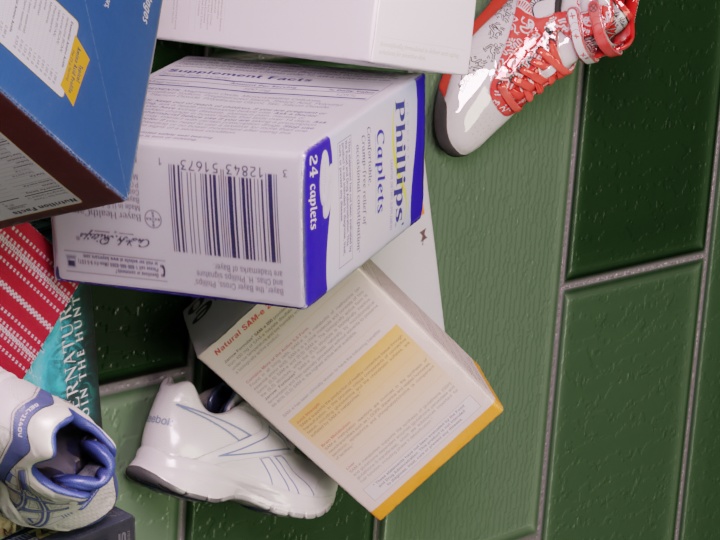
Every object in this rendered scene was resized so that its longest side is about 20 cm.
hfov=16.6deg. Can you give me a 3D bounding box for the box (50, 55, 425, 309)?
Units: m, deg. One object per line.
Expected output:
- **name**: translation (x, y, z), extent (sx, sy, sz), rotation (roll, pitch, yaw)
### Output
- **box**: translation (-0.076, -0.061, 1.588), extent (0.200, 0.183, 0.106), rotation (-38, 130, -59)

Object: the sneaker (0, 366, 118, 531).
- **sneaker**: translation (-0.190, 0.128, 1.559), extent (0.076, 0.088, 0.200), rotation (-64, 155, -13)

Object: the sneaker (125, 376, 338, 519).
- **sneaker**: translation (-0.080, 0.129, 1.773), extent (0.200, 0.074, 0.088), rotation (18, 83, -51)

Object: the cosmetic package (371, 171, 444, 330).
- **cosmetic package**: translation (0.000, 0.000, 1.824), extent (0.101, 0.071, 0.201), rotation (-33, 126, -40)

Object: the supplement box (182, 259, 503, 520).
- **supplement box**: translation (-0.012, 0.064, 1.746), extent (0.126, 0.074, 0.200), rotation (-41, 117, 8)

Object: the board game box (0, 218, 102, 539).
- **board game box**: translation (-0.229, 0.073, 1.608), extent (0.135, 0.028, 0.201), rotation (-24, 119, -44)

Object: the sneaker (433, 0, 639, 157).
- **sneaker**: translation (0.142, -0.170, 1.908), extent (0.202, 0.108, 0.067), rotation (-59, 138, -18)

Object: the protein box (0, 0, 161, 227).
- **protein box**: translation (-0.225, -0.158, 1.391), extent (0.200, 0.134, 0.199), rotation (44, 44, -47)

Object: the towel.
- **towel**: translation (-0.264, 0.049, 1.521), extent (0.145, 0.022, 0.201), rotation (46, 67, -45)

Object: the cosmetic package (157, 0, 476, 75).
- **cosmetic package**: translation (-0.031, -0.181, 1.624), extent (0.107, 0.199, 0.085), rotation (3, 97, -49)

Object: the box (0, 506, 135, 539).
- **box**: translation (-0.223, 0.271, 1.662), extent (0.157, 0.051, 0.201), rotation (-20, 117, -45)
